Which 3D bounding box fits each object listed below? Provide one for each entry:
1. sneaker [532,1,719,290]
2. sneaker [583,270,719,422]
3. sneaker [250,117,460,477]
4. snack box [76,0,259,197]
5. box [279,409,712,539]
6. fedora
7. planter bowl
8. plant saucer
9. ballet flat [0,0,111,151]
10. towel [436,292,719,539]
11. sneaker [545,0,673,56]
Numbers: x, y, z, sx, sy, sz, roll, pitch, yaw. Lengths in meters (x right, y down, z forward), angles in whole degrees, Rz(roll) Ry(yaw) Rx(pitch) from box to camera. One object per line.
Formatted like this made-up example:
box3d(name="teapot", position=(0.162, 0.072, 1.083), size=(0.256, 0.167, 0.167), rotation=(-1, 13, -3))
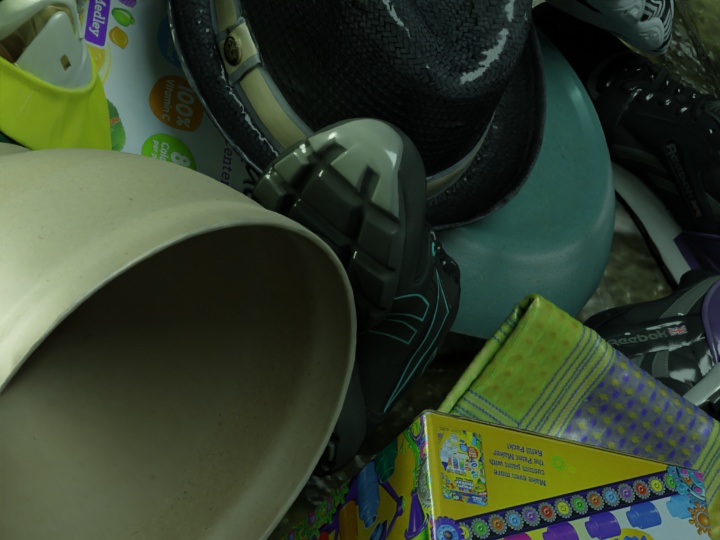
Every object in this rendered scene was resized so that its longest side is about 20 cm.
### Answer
box3d(name="sneaker", position=(0.165, -0.070, 1.216), size=(0.076, 0.088, 0.200), rotation=(-32, 80, -42))
box3d(name="sneaker", position=(0.119, 0.065, 1.113), size=(0.200, 0.076, 0.088), rotation=(-27, 43, -30))
box3d(name="sneaker", position=(0.000, 0.000, 0.976), size=(0.079, 0.200, 0.075), rotation=(-35, 67, -30))
box3d(name="snack box", position=(-0.082, -0.059, 1.070), size=(0.200, 0.053, 0.143), rotation=(21, 52, -23))
box3d(name="box", position=(0.031, 0.188, 0.877), size=(0.122, 0.200, 0.193), rotation=(14, 54, -26))
box3d(name="fedora", position=(0.015, -0.119, 1.024), size=(0.200, 0.092, 0.201), rotation=(12, 61, -23))
box3d(name="planter bowl", position=(-0.118, 0.035, 0.910), size=(0.200, 0.201, 0.135), rotation=(-20, 45, -40))
box3d(name="plant saucer", position=(0.046, -0.065, 1.108), size=(0.200, 0.036, 0.200), rotation=(20, 51, -26))
box3d(name="ballet flat", position=(-0.150, -0.101, 0.925), size=(0.200, 0.067, 0.067), rotation=(33, 29, -41))
box3d(name="towel", position=(0.107, 0.117, 1.026), size=(0.200, 0.023, 0.144), rotation=(37, 84, -20))
box3d(name="sneaker", position=(0.131, -0.174, 1.139), size=(0.075, 0.115, 0.200), rotation=(30, 1, 16))
